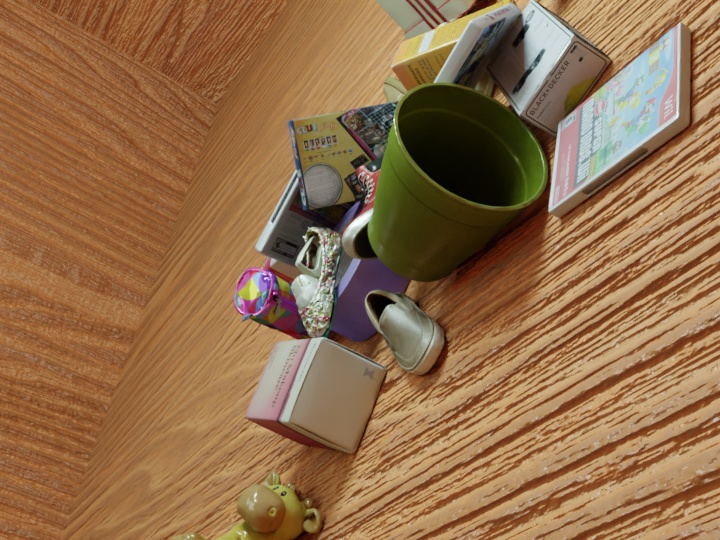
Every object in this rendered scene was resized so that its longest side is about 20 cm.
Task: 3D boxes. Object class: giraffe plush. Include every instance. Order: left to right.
[{"bbox_3d":[-0.136,0.359,1.349,0.163,0.172,0.200,-53,-16,-4],"label":"giraffe plush"}]

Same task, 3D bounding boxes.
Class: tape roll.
[{"bbox_3d":[0.000,0.000,1.519,0.200,0.084,0.201,-51,23,31],"label":"tape roll"}]

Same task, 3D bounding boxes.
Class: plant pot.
[{"bbox_3d":[0.099,-0.093,1.251,0.193,0.199,0.202,120,165,-47],"label":"plant pot"}]

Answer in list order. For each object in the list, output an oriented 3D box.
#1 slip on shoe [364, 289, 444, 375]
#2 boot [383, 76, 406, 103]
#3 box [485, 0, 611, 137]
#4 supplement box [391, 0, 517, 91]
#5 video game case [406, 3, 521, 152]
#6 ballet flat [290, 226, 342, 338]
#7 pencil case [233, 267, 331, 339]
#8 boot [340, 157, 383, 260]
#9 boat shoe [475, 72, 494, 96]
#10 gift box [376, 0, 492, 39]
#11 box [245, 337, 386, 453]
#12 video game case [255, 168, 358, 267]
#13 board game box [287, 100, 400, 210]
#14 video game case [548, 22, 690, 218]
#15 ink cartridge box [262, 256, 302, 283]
[{"bbox_3d":[0.053,0.073,1.314,0.076,0.060,0.200,-58,19,13],"label":"slip on shoe"},{"bbox_3d":[0.039,-0.233,1.758,0.201,0.066,0.175,-62,18,9],"label":"boot"},{"bbox_3d":[0.233,-0.262,1.283,0.117,0.060,0.200,-56,19,19],"label":"box"},{"bbox_3d":[0.146,-0.323,1.472,0.199,0.067,0.069,-16,37,34],"label":"supplement box"},{"bbox_3d":[0.129,-0.253,1.328,0.201,0.023,0.182,-58,-9,30],"label":"video game case"},{"bbox_3d":[-0.068,0.014,1.454,0.076,0.064,0.201,-47,25,37],"label":"ballet flat"},{"bbox_3d":[-0.116,0.061,1.586,0.088,0.200,0.089,-11,67,29],"label":"pencil case"},{"bbox_3d":[0.016,-0.093,1.423,0.144,0.073,0.199,26,48,38],"label":"boot"},{"bbox_3d":[0.142,-0.240,1.492,0.202,0.063,0.073,-67,19,-10],"label":"boat shoe"},{"bbox_3d":[0.119,-0.490,1.691,0.201,0.187,0.184,-54,16,-24],"label":"gift box"},{"bbox_3d":[-0.068,0.175,1.425,0.200,0.108,0.129,-15,50,66],"label":"box"},{"bbox_3d":[-0.055,-0.084,1.604,0.023,0.199,0.183,33,97,41],"label":"video game case"},{"bbox_3d":[0.000,-0.176,1.512,0.035,0.198,0.137,-168,67,-71],"label":"board game box"},{"bbox_3d":[0.279,-0.160,1.092,0.200,0.017,0.144,-40,29,49],"label":"video game case"},{"bbox_3d":[-0.093,-0.070,1.856,0.200,0.084,0.146,-39,30,52],"label":"ink cartridge box"}]
